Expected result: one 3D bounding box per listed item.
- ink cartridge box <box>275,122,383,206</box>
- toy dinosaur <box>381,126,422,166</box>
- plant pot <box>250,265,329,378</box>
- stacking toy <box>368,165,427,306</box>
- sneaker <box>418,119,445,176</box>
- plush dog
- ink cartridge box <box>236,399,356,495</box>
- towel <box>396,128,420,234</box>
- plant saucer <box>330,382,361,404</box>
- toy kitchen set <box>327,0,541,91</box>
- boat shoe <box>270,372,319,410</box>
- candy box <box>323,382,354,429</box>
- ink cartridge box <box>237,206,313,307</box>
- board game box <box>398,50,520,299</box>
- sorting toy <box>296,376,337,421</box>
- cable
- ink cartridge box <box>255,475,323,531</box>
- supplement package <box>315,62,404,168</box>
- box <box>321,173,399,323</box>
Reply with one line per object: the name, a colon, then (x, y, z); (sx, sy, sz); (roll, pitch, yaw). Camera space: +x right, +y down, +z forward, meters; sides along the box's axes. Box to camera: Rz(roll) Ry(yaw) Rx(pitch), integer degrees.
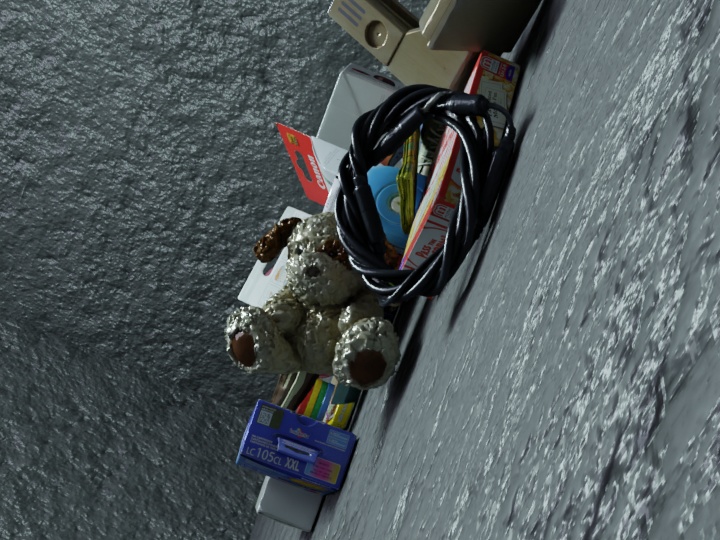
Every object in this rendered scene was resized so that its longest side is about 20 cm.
ink cartridge box: (-0.035, -0.105, 1.444); (0.050, 0.198, 0.162); (-50, -36, -23)
toy dinosaur: (0.068, -0.189, 1.441); (0.181, 0.200, 0.106); (-37, -24, -16)
plant pot: (-0.053, 0.064, 1.630); (0.179, 0.198, 0.203); (-19, 48, 65)
stacking toy: (0.040, -0.016, 1.256); (0.201, 0.114, 0.111); (95, -165, -55)
sneaker: (0.095, -0.131, 1.250); (0.091, 0.066, 0.202); (-75, 2, -48)
plush dog: (-0.032, 0.024, 1.141); (0.160, 0.196, 0.175); (-8, -77, -69)
ink cartridge box: (-0.085, 0.229, 1.358); (0.200, 0.134, 0.077); (118, 171, -72)
towel: (0.055, -0.141, 1.168); (0.087, 0.018, 0.202); (86, -172, -48)
plant saucer: (0.013, 0.093, 1.461); (0.070, 0.019, 0.203); (8, -77, -69)
toy kitchen set: (0.066, -0.296, 1.080); (0.162, 0.180, 0.201); (-15, -37, -54)
boat shoe: (-0.083, 0.110, 1.442); (0.204, 0.074, 0.075); (-60, -9, 18)
candy box: (-0.026, 0.196, 1.608); (0.200, 0.026, 0.104); (121, 173, -74)
ink cartridge box: (-0.056, 0.017, 1.520); (0.162, 0.198, 0.047); (-62, -25, -11)
board game box: (0.098, -0.096, 1.064); (0.152, 0.046, 0.202); (114, 176, -54)
sorting toy: (-0.055, 0.177, 1.869); (0.199, 0.069, 0.203); (155, 136, -86)
cable: (0.042, -0.068, 0.931); (0.051, 0.161, 0.203); (21, -91, -59)
ink cartridge box: (-0.092, 0.297, 1.551); (0.200, 0.083, 0.147); (121, 170, -77)
supplement package: (0.038, -0.207, 1.606); (0.200, 0.188, 0.149); (-82, 14, -76)
box: (0.000, 0.000, 1.327); (0.199, 0.049, 0.201); (15, -83, -59)
